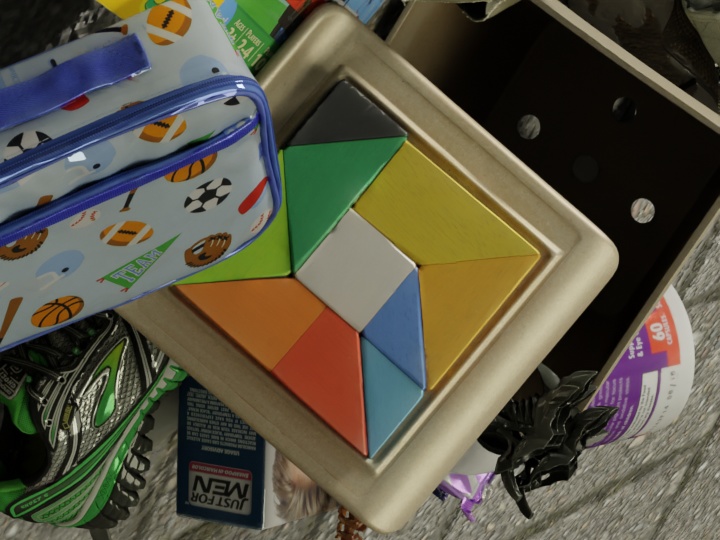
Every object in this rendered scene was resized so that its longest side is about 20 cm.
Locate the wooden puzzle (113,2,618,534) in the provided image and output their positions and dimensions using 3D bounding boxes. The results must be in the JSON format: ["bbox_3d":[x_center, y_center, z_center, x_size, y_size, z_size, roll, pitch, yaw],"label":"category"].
[{"bbox_3d":[0.000,0.000,1.457,0.185,0.200,0.037,-50,-173,-2],"label":"wooden puzzle"}]

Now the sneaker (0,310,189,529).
[{"bbox_3d":[-0.136,0.046,1.506,0.085,0.078,0.201,2,118,-38],"label":"sneaker"}]

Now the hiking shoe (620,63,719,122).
[{"bbox_3d":[0.225,-0.130,1.881,0.101,0.076,0.201,-13,138,-59],"label":"hiking shoe"}]

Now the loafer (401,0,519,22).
[{"bbox_3d":[0.064,-0.165,1.478,0.070,0.075,0.200,-48,157,27],"label":"loafer"}]

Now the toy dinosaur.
[{"bbox_3d":[0.056,0.054,1.550,0.201,0.135,0.102,-61,161,16],"label":"toy dinosaur"}]

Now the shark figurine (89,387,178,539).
[{"bbox_3d":[-0.088,0.080,1.630,0.215,0.089,0.128,-52,155,0],"label":"shark figurine"}]

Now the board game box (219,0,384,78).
[{"bbox_3d":[-0.005,-0.183,1.446,0.200,0.037,0.151,-51,157,0],"label":"board game box"}]

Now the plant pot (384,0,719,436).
[{"bbox_3d":[0.103,-0.048,1.662,0.200,0.200,0.177,-57,167,17],"label":"plant pot"}]

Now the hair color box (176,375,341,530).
[{"bbox_3d":[-0.042,0.025,1.544,0.100,0.060,0.201,-10,104,-55],"label":"hair color box"}]

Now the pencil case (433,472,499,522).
[{"bbox_3d":[0.101,0.063,1.938,0.200,0.085,0.084,-52,152,2],"label":"pencil case"}]

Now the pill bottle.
[{"bbox_3d":[0.091,0.059,1.779,0.199,0.112,0.112,-11,138,-33],"label":"pill bottle"}]

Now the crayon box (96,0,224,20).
[{"bbox_3d":[-0.077,-0.197,1.268,0.173,0.058,0.200,-51,157,3],"label":"crayon box"}]

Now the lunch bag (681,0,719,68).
[{"bbox_3d":[0.277,-0.173,1.762,0.201,0.117,0.164,-59,139,-18],"label":"lunch bag"}]

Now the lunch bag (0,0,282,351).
[{"bbox_3d":[-0.135,-0.037,1.324,0.199,0.076,0.160,-24,157,-9],"label":"lunch bag"}]

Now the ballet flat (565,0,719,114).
[{"bbox_3d":[0.168,-0.152,1.767,0.067,0.047,0.200,-11,146,21],"label":"ballet flat"}]
